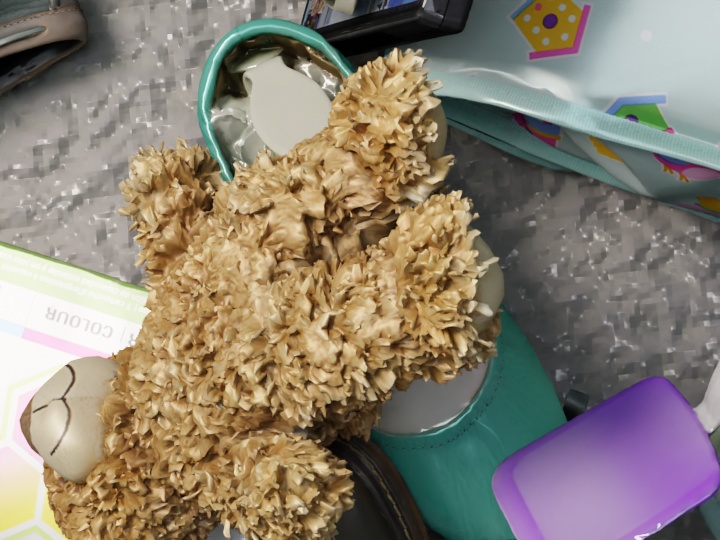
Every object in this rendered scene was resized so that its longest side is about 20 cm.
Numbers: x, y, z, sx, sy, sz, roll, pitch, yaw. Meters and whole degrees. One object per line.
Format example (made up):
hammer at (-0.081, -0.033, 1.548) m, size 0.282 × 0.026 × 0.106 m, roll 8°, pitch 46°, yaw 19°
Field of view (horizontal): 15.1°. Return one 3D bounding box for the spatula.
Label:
spatula at (0.120, 0.015, 0.779) m, size 0.200 × 0.021 × 0.057 m, roll -44°, pitch 39°, yaw 15°

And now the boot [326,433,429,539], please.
boot at (-0.028, 0.151, 0.843) m, size 0.075 × 0.097 × 0.201 m, roll 19°, pitch 118°, yaw 36°

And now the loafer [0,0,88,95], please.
loafer at (-0.185, -0.047, 0.957) m, size 0.200 × 0.072 × 0.063 m, roll -42°, pitch 84°, yaw -1°

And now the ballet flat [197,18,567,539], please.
ballet flat at (0.000, 0.000, 0.852) m, size 0.067 × 0.070 × 0.200 m, roll -32°, pitch 63°, yaw 3°

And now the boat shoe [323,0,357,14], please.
boat shoe at (-0.034, -0.135, 0.885) m, size 0.067 × 0.200 × 0.072 m, roll 5°, pitch 115°, yaw -16°

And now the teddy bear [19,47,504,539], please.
teddy bear at (-0.035, 0.020, 0.795) m, size 0.200 × 0.067 × 0.145 m, roll -21°, pitch 72°, yaw 42°

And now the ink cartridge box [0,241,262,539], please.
ink cartridge box at (-0.105, 0.103, 0.917) m, size 0.147 × 0.076 × 0.201 m, roll 17°, pitch 84°, yaw 11°

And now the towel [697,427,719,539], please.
towel at (0.193, 0.074, 0.782) m, size 0.200 × 0.048 × 0.171 m, roll 56°, pitch 130°, yaw 30°

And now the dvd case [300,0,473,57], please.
dvd case at (0.022, -0.140, 0.860) m, size 0.017 × 0.200 × 0.143 m, roll 16°, pitch 89°, yaw -12°

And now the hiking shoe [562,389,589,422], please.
hiking shoe at (0.047, 0.140, 0.881) m, size 0.074 × 0.087 × 0.201 m, roll 5°, pitch 82°, yaw 10°

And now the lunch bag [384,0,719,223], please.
lunch bag at (0.117, -0.105, 0.890) m, size 0.199 × 0.122 × 0.171 m, roll 17°, pitch 86°, yaw 5°
